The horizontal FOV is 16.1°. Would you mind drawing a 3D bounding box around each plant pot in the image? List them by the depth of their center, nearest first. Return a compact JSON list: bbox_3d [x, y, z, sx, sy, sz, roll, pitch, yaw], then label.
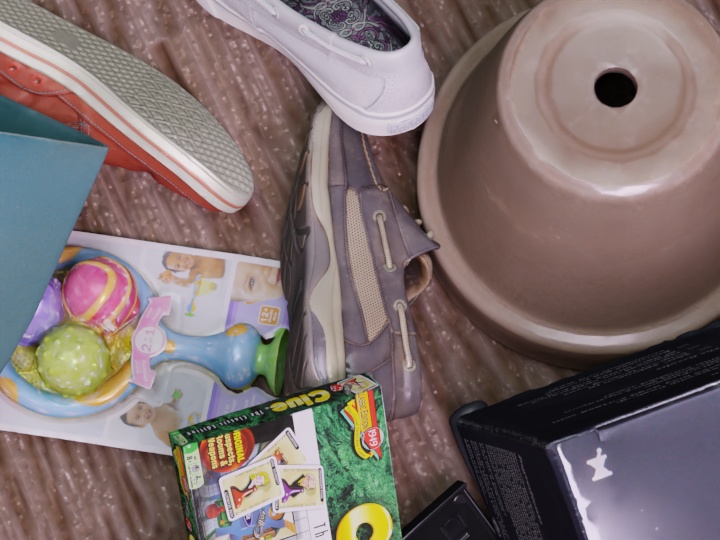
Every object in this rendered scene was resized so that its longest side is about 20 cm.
[{"bbox_3d":[-0.249,0.001,1.271,0.141,0.141,0.200,25,99,27],"label":"plant pot"},{"bbox_3d":[0.126,-0.065,1.277,0.200,0.175,0.200,0,74,1],"label":"plant pot"}]

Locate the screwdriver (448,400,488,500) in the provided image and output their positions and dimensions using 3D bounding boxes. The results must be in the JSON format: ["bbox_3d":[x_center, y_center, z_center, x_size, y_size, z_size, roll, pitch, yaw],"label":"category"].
[{"bbox_3d":[0.100,0.155,1.292,0.028,0.029,0.200,-28,74,-5],"label":"screwdriver"}]

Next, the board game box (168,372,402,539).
[{"bbox_3d":[-0.027,0.156,1.227,0.105,0.023,0.200,-18,113,-23],"label":"board game box"}]

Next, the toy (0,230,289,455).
[{"bbox_3d":[-0.135,0.030,1.325,0.200,0.047,0.115,9,69,3],"label":"toy"}]

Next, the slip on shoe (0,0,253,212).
[{"bbox_3d":[-0.146,-0.084,1.357,0.200,0.074,0.061,30,112,4],"label":"slip on shoe"}]

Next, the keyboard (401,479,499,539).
[{"bbox_3d":[-0.018,0.177,1.261,0.200,0.021,0.127,-41,120,-11],"label":"keyboard"}]

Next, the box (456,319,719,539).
[{"bbox_3d":[0.171,0.095,1.197,0.197,0.200,0.118,-19,92,-9],"label":"box"}]

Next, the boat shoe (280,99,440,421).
[{"bbox_3d":[0.000,0.000,1.308,0.073,0.075,0.200,7,55,-11],"label":"boat shoe"}]

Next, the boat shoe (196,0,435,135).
[{"bbox_3d":[-0.035,-0.150,1.338,0.072,0.069,0.200,-26,55,-19],"label":"boat shoe"}]
